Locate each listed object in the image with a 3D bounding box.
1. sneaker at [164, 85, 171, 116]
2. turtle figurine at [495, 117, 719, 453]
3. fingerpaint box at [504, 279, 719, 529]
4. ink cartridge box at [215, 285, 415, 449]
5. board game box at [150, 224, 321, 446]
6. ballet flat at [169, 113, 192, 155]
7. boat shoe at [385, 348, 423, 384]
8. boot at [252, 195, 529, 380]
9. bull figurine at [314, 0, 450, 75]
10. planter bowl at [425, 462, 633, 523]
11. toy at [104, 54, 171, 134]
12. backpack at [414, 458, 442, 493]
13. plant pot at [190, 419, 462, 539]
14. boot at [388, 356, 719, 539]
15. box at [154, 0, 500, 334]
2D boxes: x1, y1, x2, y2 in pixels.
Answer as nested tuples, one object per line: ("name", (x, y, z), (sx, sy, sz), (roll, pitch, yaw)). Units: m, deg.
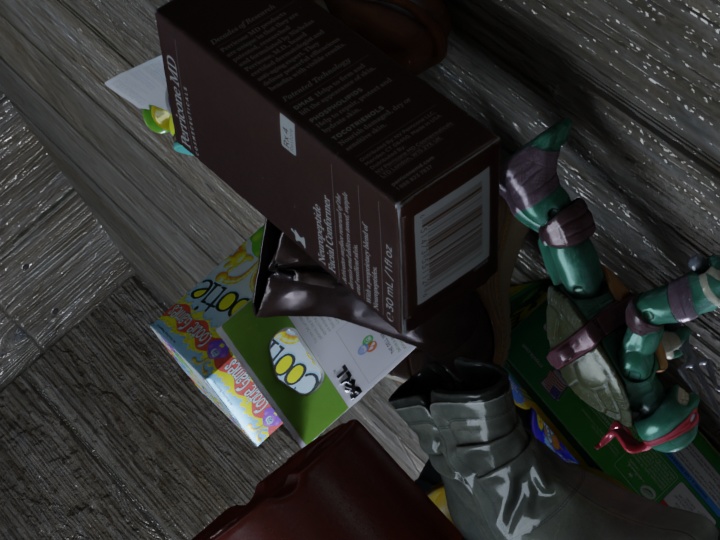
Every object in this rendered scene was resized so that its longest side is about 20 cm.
("sneaker", (-0.057, -0.097, 1.371), (0.200, 0.075, 0.100), (36, -177, 11))
("turtle figurine", (0.140, 0.020, 0.901), (0.201, 0.100, 0.150), (56, 165, 2))
("fingerpaint box", (0.158, 0.106, 1.201), (0.200, 0.073, 0.167), (49, 170, -5))
("ink cartridge box", (-0.009, -0.006, 1.120), (0.076, 0.200, 0.148), (40, 167, 41))
("board game box", (-0.064, 0.034, 1.525), (0.105, 0.200, 0.103), (37, 166, 46))
("ballet flat", (-0.039, -0.096, 1.258), (0.199, 0.067, 0.067), (15, 169, -14))
("boat shoe", (0.058, 0.068, 1.342), (0.199, 0.076, 0.072), (30, 168, 20))
("boot", (0.012, 0.014, 1.062), (0.073, 0.165, 0.201), (-114, 27, -44))
("bull figurine", (-0.017, -0.132, 0.997), (0.122, 0.065, 0.200), (50, 150, -7))
("planter bowl", (0.140, 0.186, 1.121), (0.200, 0.083, 0.201), (35, 151, 23))
("toy", (-0.129, -0.156, 1.480), (0.115, 0.047, 0.200), (37, 156, -22))
("backpack", (0.128, 0.207, 1.430), (0.150, 0.178, 0.200), (30, 176, -15))
("plant pot", (-0.002, 0.211, 1.066), (0.196, 0.200, 0.201), (53, 170, 0))
("boot", (0.095, 0.112, 0.941), (0.200, 0.068, 0.131), (-1, 123, 54))
("box", (-0.018, -0.069, 0.913), (0.200, 0.075, 0.100), (41, 152, 33))
